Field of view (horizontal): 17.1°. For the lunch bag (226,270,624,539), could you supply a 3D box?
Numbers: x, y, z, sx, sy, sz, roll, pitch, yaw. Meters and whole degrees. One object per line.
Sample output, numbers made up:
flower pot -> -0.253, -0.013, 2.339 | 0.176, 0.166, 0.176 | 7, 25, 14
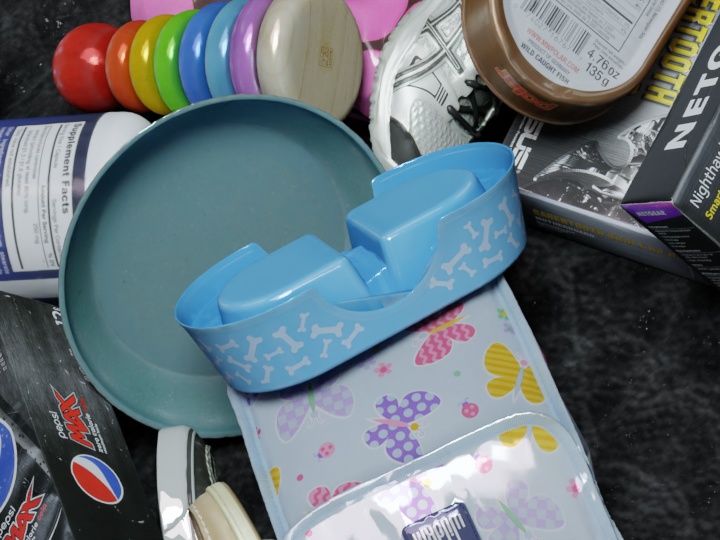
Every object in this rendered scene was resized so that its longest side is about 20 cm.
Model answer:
lunch bag -> 0.040, 0.121, 1.235 | 0.169, 0.127, 0.201 | -22, 50, 4

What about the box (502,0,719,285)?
box -> 0.184, -0.100, 1.370 | 0.158, 0.048, 0.201 | 19, 69, 24

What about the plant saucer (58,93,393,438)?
plant saucer -> -0.074, -0.006, 1.324 | 0.200, 0.200, 0.036 | -35, 30, -6

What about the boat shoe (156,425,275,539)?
boat shoe -> -0.064, 0.175, 1.279 | 0.063, 0.071, 0.201 | -15, 71, 1

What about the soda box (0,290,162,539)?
soda box -> -0.169, 0.105, 1.290 | 0.063, 0.071, 0.201 | -48, 47, 25

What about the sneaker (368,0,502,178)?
sneaker -> 0.071, -0.128, 1.358 | 0.087, 0.076, 0.201 | 9, 73, 34

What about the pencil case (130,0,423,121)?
pencil case -> -0.042, -0.154, 1.439 | 0.199, 0.091, 0.094 | 23, 64, 22

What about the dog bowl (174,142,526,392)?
dog bowl -> 0.000, 0.000, 1.266 | 0.199, 0.050, 0.111 | -28, 20, -11

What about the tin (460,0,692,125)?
tin -> 0.135, -0.172, 1.333 | 0.112, 0.042, 0.200 | 39, 65, -14

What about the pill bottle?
pill bottle -> -0.171, -0.035, 1.393 | 0.199, 0.111, 0.112 | -3, 62, 13

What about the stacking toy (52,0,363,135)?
stacking toy -> -0.099, -0.122, 1.388 | 0.199, 0.085, 0.086 | 3, 62, 36

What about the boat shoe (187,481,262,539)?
boat shoe -> -0.059, 0.207, 1.197 | 0.065, 0.072, 0.201 | -16, 84, -6

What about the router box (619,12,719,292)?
router box -> 0.243, -0.074, 1.286 | 0.051, 0.149, 0.201 | -5, 52, 59
